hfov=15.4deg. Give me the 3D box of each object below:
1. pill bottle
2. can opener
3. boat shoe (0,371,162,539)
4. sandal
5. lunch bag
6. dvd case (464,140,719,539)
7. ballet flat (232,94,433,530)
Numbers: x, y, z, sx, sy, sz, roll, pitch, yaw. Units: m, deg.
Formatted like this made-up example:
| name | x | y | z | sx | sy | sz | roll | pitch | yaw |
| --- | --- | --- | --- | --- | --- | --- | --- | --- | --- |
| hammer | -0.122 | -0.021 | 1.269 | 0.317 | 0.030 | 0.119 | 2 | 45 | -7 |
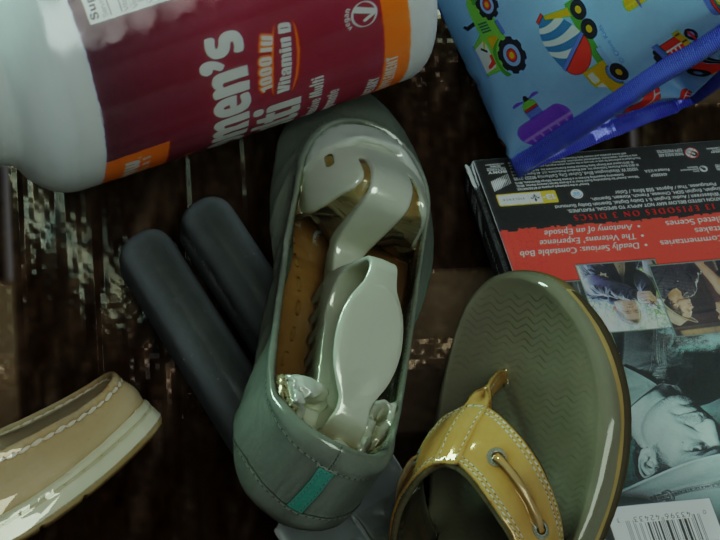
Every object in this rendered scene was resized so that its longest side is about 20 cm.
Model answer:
| name | x | y | z | sx | sy | sz | roll | pitch | yaw |
| --- | --- | --- | --- | --- | --- | --- | --- | --- | --- |
| pill bottle | -0.082 | -0.093 | 0.963 | 0.200 | 0.110 | 0.110 | -20 | 86 | -15 |
| can opener | -0.022 | 0.069 | 0.987 | 0.053 | 0.067 | 0.200 | -29 | 75 | -16 |
| boat shoe | -0.167 | 0.080 | 0.933 | 0.200 | 0.074 | 0.069 | -29 | 94 | -15 |
| sandal | 0.038 | 0.091 | 0.911 | 0.054 | 0.080 | 0.200 | 34 | 68 | -48 |
| lunch bag | 0.100 | -0.143 | 0.958 | 0.094 | 0.200 | 0.151 | -22 | 84 | -26 |
| dvd case | 0.132 | 0.031 | 0.987 | 0.146 | 0.022 | 0.200 | -6 | 49 | -14 |
| ballet flat | 0.000 | 0.000 | 0.953 | 0.067 | 0.064 | 0.200 | 21 | 51 | -15 |
